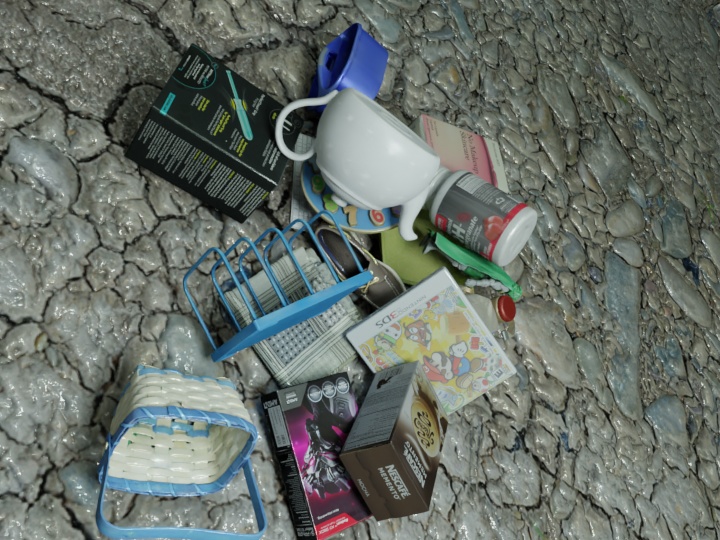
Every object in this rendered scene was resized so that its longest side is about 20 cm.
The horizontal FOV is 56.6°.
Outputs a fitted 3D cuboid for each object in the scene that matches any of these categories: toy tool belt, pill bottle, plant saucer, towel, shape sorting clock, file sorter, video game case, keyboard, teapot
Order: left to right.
[{"bbox_3d":[-0.116,0.015,0.901,0.200,0.139,0.123,-24,82,-41],"label":"file sorter"},{"bbox_3d":[-0.083,0.072,1.002,0.200,0.035,0.193,-34,88,-44],"label":"towel"},{"bbox_3d":[-0.090,-0.150,1.141,0.056,0.011,0.200,18,55,-29],"label":"keyboard"},{"bbox_3d":[0.004,-0.158,0.968,0.197,0.146,0.200,15,29,-54],"label":"teapot"},{"bbox_3d":[0.005,-0.148,1.063,0.200,0.039,0.200,3,59,-4],"label":"shape sorting clock"},{"bbox_3d":[0.105,-0.044,1.201,0.200,0.048,0.200,15,56,-30],"label":"plant saucer"},{"bbox_3d":[0.107,0.123,1.015,0.200,0.182,0.023,54,9,-11],"label":"video game case"},{"bbox_3d":[0.160,0.088,1.126,0.200,0.123,0.125,-15,89,-46],"label":"toy tool belt"},{"bbox_3d":[0.187,-0.102,1.137,0.200,0.111,0.111,35,42,24],"label":"pill bottle"}]

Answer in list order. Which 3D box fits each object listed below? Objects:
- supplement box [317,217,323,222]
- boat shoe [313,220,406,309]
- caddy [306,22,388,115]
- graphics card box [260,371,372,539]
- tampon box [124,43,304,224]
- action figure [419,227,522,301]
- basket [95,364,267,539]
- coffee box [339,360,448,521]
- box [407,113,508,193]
[{"bbox_3d":[-0.013,-0.174,1.135,0.109,0.061,0.200,3,59,-3],"label":"supplement box"},{"bbox_3d":[0.000,0.000,1.068,0.200,0.072,0.060,50,20,-3],"label":"boat shoe"},{"bbox_3d":[-0.033,-0.359,1.215,0.105,0.141,0.200,30,50,-24],"label":"caddy"},{"bbox_3d":[-0.049,0.247,0.904,0.125,0.051,0.200,-8,76,-40],"label":"graphics card box"},{"bbox_3d":[-0.213,-0.198,0.996,0.200,0.126,0.150,32,51,-20],"label":"tampon box"},{"bbox_3d":[0.197,-0.004,1.157,0.200,0.055,0.118,29,17,-10],"label":"action figure"},{"bbox_3d":[-0.199,0.211,0.749,0.176,0.139,0.200,18,25,-28],"label":"basket"},{"bbox_3d":[0.054,0.229,0.925,0.113,0.080,0.200,62,24,-15],"label":"coffee box"},{"bbox_3d":[0.171,-0.199,1.298,0.200,0.109,0.128,11,59,-32],"label":"box"}]
